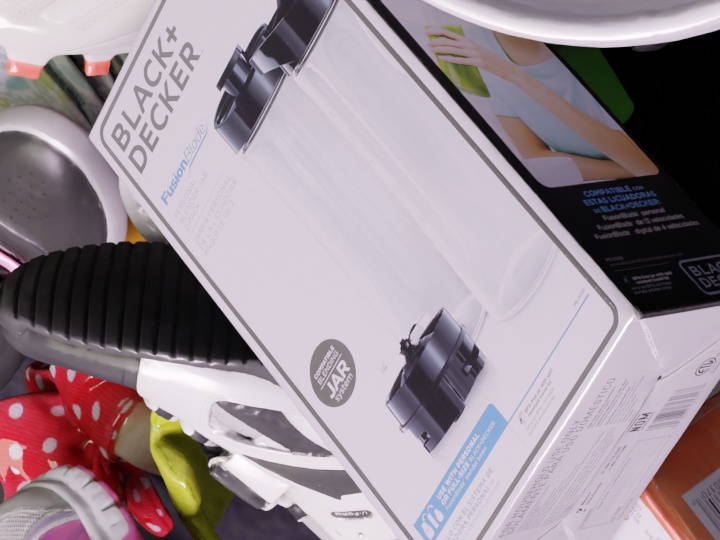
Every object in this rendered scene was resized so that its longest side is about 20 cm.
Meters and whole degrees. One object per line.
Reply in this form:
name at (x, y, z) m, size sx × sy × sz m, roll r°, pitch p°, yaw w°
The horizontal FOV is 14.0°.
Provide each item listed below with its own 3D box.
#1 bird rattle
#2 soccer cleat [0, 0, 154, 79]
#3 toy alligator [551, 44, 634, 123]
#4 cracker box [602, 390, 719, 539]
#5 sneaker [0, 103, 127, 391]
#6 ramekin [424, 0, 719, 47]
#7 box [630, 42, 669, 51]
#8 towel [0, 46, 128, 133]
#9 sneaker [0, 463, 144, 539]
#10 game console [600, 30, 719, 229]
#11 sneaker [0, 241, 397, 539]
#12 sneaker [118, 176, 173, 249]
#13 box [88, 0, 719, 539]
bird rattle at (-0.072, 0.030, 1.119) m, size 0.200 × 0.112 × 0.164 m, roll 3°, pitch 101°, yaw 57°
soccer cleat at (-0.060, -0.100, 0.945) m, size 0.199 × 0.069 × 0.078 m, roll 8°, pitch 112°, yaw -8°
toy alligator at (0.043, -0.073, 0.899) m, size 0.054 × 0.059 × 0.200 m, roll -25°, pitch 90°, yaw 4°
cracker box at (0.085, 0.102, 0.946) m, size 0.058 × 0.134 × 0.200 m, roll 53°, pitch 137°, yaw 9°
sneaker at (-0.148, 0.023, 1.053) m, size 0.071 × 0.099 × 0.200 m, roll 36°, pitch 141°, yaw -4°
ramekin at (0.073, -0.160, 0.781) m, size 0.200 × 0.105 × 0.201 m, roll 2°, pitch 96°, yaw 16°
box at (0.076, -0.176, 0.852) m, size 0.110 × 0.035 × 0.200 m, roll -31°, pitch 86°, yaw 17°
towel at (-0.175, -0.116, 1.093) m, size 0.200 × 0.048 × 0.171 m, roll 10°, pitch 149°, yaw 42°
sneaker at (-0.098, 0.134, 1.014) m, size 0.081 × 0.088 × 0.200 m, roll 62°, pitch 165°, yaw -25°
game console at (0.072, -0.076, 0.953) m, size 0.177 × 0.031 × 0.200 m, roll -7°, pitch 104°, yaw 52°
sneaker at (-0.023, 0.049, 0.947) m, size 0.199 × 0.074 × 0.089 m, roll 13°, pitch 120°, yaw -3°
sneaker at (0.000, -0.001, 1.024) m, size 0.073 × 0.114 × 0.201 m, roll -30°, pitch 110°, yaw 18°
box at (0.013, -0.017, 0.845) m, size 0.200 × 0.060 × 0.117 m, roll 52°, pitch 129°, yaw 29°
